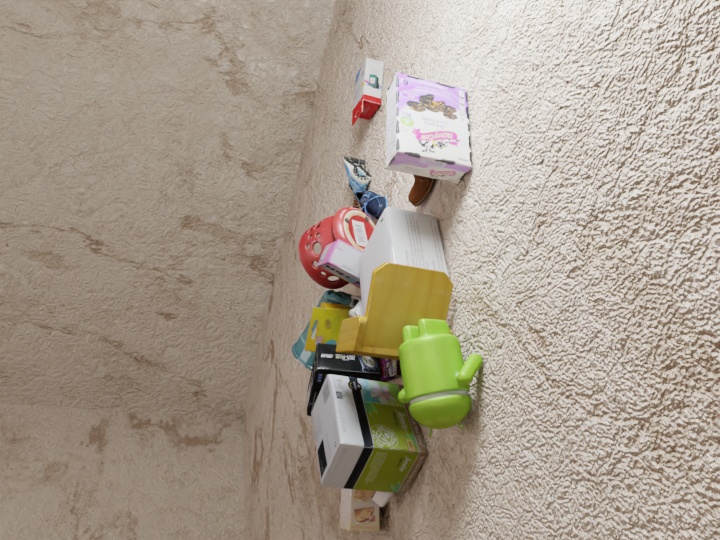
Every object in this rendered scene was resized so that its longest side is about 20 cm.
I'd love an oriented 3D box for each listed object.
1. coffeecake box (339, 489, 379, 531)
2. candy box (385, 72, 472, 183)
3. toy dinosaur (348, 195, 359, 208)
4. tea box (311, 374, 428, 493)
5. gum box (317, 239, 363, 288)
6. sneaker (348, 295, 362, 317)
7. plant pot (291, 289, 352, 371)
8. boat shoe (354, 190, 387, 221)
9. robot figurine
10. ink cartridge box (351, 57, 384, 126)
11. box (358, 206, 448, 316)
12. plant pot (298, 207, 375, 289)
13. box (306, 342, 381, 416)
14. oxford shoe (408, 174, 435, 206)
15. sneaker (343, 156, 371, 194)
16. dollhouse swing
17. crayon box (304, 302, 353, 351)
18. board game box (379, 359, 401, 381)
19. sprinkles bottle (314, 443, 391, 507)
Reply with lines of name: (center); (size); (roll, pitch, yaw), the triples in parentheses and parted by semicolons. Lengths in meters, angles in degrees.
coffeecake box: (-0.002, 0.515, 1.337); (0.154, 0.072, 0.201); (115, 158, -66)
candy box: (0.142, -0.298, 1.168); (0.072, 0.167, 0.201); (130, 145, -61)
toy dinosaur: (-0.024, -0.140, 1.765); (0.136, 0.101, 0.201); (99, 154, -77)
tea box: (0.012, 0.350, 1.196); (0.200, 0.195, 0.134); (-109, 37, -55)
gum box: (0.000, 0.000, 1.435); (0.066, 0.199, 0.113); (-66, 15, -13)
sneaker: (0.018, 0.132, 1.385); (0.200, 0.091, 0.076); (-109, 31, -57)
plant pot: (-0.071, 0.175, 1.602); (0.197, 0.199, 0.200); (-66, 21, 16)
boat shoe: (0.026, -0.193, 1.652); (0.200, 0.068, 0.085); (-141, 62, -70)
robot figurine: (0.134, 0.192, 1.004); (0.175, 0.115, 0.201); (-31, 60, 42)
ink cartridge box: (0.024, -0.594, 1.871); (0.116, 0.067, 0.202); (147, 130, -68)
box: (0.089, 0.002, 1.245); (0.200, 0.130, 0.200); (118, 155, -47)
plant pot: (-0.048, -0.069, 1.595); (0.182, 0.200, 0.202); (-30, 49, 38)
box: (-0.047, 0.291, 1.435); (0.086, 0.163, 0.201); (-95, 15, -49)
oxford shoe: (0.145, -0.239, 1.298); (0.072, 0.071, 0.201); (-102, 25, -46)
sneaker: (-0.023, -0.318, 1.867); (0.201, 0.078, 0.090); (-105, 26, -53)
dollhouse swing: (0.072, 0.090, 1.135); (0.182, 0.199, 0.177); (155, 122, -70)
crayon box: (-0.048, 0.158, 1.484); (0.051, 0.199, 0.128); (-140, 61, -67)
board game box: (0.079, 0.166, 1.370); (0.120, 0.032, 0.201); (129, 146, -66)
sprinkles bottle: (-0.010, 0.438, 1.243); (0.068, 0.199, 0.068); (-47, -21, -24)
